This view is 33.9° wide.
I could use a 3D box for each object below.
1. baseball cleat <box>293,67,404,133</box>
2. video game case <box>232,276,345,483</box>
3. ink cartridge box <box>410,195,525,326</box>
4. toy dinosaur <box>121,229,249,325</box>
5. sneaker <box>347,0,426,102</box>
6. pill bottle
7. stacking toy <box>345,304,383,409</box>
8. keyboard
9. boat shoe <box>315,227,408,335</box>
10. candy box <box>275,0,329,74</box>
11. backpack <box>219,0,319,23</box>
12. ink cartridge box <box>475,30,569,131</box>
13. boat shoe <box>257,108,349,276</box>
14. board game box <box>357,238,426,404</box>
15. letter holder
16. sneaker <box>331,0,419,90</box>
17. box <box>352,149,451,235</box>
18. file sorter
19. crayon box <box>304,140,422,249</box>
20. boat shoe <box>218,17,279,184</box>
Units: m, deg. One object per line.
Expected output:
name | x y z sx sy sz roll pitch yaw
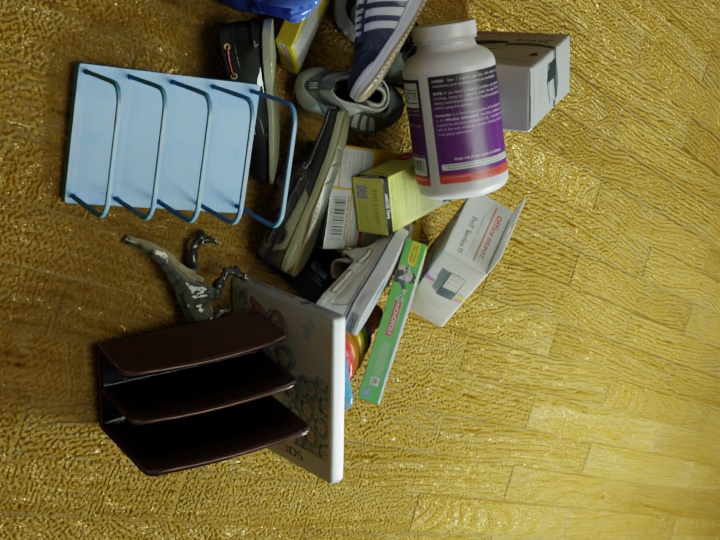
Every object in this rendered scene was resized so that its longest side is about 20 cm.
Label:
baseball cleat | 0.010 -0.201 1.424 0.199 0.106 0.071 -2 100 -51
video game case | -0.086 0.123 1.366 0.024 0.181 0.202 -15 114 -41
ink cartridge box | 0.135 -0.024 1.560 0.118 0.067 0.200 -63 -176 -34
toy dinosaur | -0.182 0.010 1.325 0.088 0.047 0.201 -46 130 -20
sneaker | 0.008 -0.294 1.333 0.201 0.108 0.070 -61 -177 -12
pill bottle | 0.111 -0.191 1.400 0.112 0.112 0.202 -22 109 -43
stacking toy | -0.025 0.084 1.469 0.200 0.109 0.117 -35 119 -55
keyboard | -0.068 0.021 1.480 0.200 0.020 0.128 43 65 -47
boat shoe | 0.000 0.000 1.415 0.200 0.069 0.071 -58 171 -49
candy box | -0.045 -0.330 1.338 0.102 0.026 0.202 76 37 -81
backpack | -0.082 -0.344 1.193 0.163 0.199 0.168 -59 138 -17
ink cartridge box | 0.179 -0.251 1.531 0.200 0.144 0.085 -43 135 -58
boat shoe | -0.068 -0.096 1.366 0.072 0.065 0.203 -48 157 -78
board game box | 0.040 0.069 1.485 0.135 0.029 0.202 79 28 -83
letter holder | -0.165 0.130 1.270 0.198 0.142 0.102 -11 115 -31
sneaker | 0.043 -0.281 1.457 0.200 0.079 0.075 36 73 -51
box | 0.072 -0.112 1.489 0.199 0.050 0.076 -30 121 -44
file sorter | -0.178 -0.120 1.176 0.198 0.122 0.140 2 104 -31
crayon box | 0.005 -0.091 1.490 0.199 0.051 0.127 0 98 -52
boat shoe | -0.121 -0.186 1.316 0.074 0.062 0.203 -91 178 -51
